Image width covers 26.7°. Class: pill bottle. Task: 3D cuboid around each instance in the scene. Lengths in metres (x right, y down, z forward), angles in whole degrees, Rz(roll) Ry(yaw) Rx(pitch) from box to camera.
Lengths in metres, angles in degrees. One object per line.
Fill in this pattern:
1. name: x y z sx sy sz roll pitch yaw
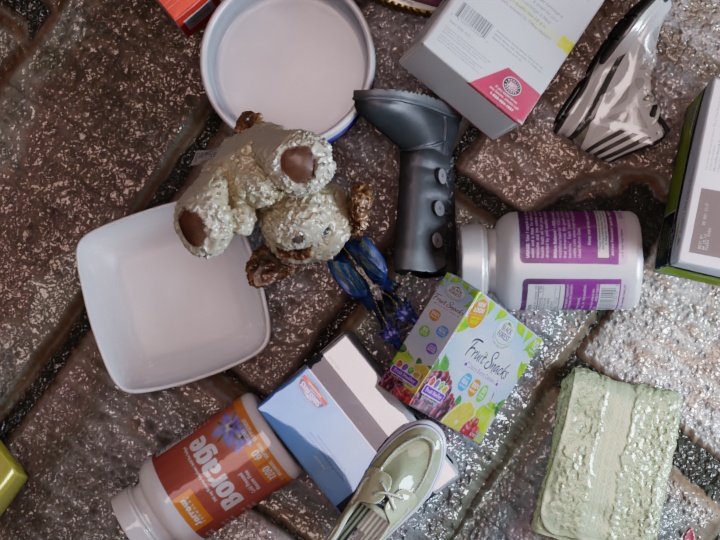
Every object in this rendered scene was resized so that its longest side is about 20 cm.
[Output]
1. pill bottle: -0.175 0.236 1.709 0.200 0.112 0.112 -34 87 0
2. pill bottle: 0.211 -0.011 1.708 0.199 0.112 0.113 0 87 2

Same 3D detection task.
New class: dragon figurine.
1. dragon figurine: 0.000 0.000 1.720 0.059 0.099 0.200 -36 87 0

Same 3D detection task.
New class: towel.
1. towel: 0.284 0.221 1.733 0.148 0.036 0.201 13 88 2

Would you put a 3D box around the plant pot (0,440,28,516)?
1. plant pot: -0.485 0.229 1.689 0.176 0.200 0.200 -39 87 -12

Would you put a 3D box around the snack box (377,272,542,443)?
1. snack box: 0.114 0.099 1.664 0.053 0.200 0.143 30 88 31

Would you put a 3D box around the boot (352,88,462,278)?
1. boot: 0.051 -0.095 1.705 0.065 0.164 0.201 4 88 47

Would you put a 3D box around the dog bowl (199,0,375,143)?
1. dog bowl: -0.082 -0.236 1.745 0.199 0.079 0.201 0 88 1

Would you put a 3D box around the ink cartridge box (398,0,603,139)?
1. ink cartridge box: 0.161 -0.272 1.700 0.145 0.083 0.200 38 72 -8

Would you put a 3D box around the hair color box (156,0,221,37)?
1. hair color box: -0.246 -0.371 1.746 0.061 0.102 0.200 -40 87 0

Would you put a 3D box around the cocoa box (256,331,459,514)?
1. cocoa box: -0.002 0.185 1.695 0.131 0.133 0.200 -39 87 1

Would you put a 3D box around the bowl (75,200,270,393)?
1. bowl: -0.209 0.029 1.739 0.199 0.075 0.201 -17 86 1

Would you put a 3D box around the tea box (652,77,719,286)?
1. tea box: 0.413 -0.086 1.662 0.133 0.197 0.201 12 89 3

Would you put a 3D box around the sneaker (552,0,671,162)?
1. sneaker: 0.320 -0.214 1.743 0.115 0.076 0.201 33 97 -6

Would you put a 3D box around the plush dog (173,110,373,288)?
1. plush dog: -0.084 -0.076 1.663 0.200 0.161 0.172 -30 119 19

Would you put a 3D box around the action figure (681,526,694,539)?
1. action figure: 0.336 0.382 1.710 0.148 0.134 0.201 8 72 43

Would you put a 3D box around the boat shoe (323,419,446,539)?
1. boat shoe: 0.025 0.246 1.594 0.072 0.062 0.200 34 92 1

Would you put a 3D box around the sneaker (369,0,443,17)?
1. sneaker: 0.021 -0.356 1.749 0.199 0.075 0.091 19 93 2
